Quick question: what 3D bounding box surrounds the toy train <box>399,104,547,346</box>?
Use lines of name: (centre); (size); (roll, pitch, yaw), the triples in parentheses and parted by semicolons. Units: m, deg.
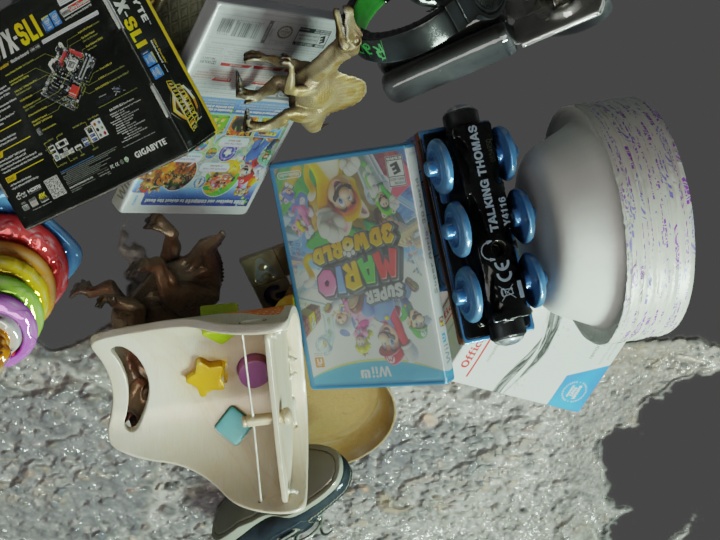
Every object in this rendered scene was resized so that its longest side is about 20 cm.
toy train: (0.095, -0.035, 1.214); (0.086, 0.114, 0.203); (-12, 86, -16)

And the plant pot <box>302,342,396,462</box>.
plant pot: (-0.064, 0.124, 1.369); (0.197, 0.028, 0.202); (1, 138, 1)

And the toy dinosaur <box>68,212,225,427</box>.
toy dinosaur: (-0.170, 0.036, 1.295); (0.200, 0.086, 0.135); (-43, 118, 14)

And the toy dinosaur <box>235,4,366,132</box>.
toy dinosaur: (-0.046, -0.135, 1.146); (0.100, 0.059, 0.200); (-4, 160, -12)

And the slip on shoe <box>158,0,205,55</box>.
slip on shoe: (-0.150, -0.163, 1.186); (0.061, 0.074, 0.202); (2, 123, -50)

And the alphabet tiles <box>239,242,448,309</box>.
alphabet tiles: (0.010, 0.020, 1.340); (0.197, 0.008, 0.168); (-19, 126, 9)

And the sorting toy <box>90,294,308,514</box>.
sorting toy: (-0.139, 0.102, 1.247); (0.177, 0.107, 0.202); (-1, 123, 3)

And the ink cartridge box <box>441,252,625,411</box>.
ink cartridge box: (0.139, 0.050, 1.333); (0.198, 0.067, 0.117); (15, 121, -26)

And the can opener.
can opener: (0.113, -0.188, 1.200); (0.198, 0.054, 0.067); (-22, 146, 15)

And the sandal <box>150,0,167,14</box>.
sandal: (-0.189, -0.211, 1.134); (0.080, 0.054, 0.200); (42, 110, 5)

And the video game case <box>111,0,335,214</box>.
video game case: (-0.108, -0.131, 1.189); (0.142, 0.018, 0.201); (-2, 131, -48)

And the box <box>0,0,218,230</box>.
box: (-0.226, -0.137, 1.124); (0.198, 0.049, 0.161); (-21, 103, 35)

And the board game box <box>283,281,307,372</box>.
board game box: (-0.011, 0.016, 1.313); (0.094, 0.030, 0.201); (18, 121, -18)

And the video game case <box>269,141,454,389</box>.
video game case: (0.000, 0.000, 1.233); (0.142, 0.018, 0.203); (-5, 100, 33)

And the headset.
headset: (0.078, -0.226, 1.140); (0.200, 0.123, 0.094); (-42, 125, -9)

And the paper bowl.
paper bowl: (0.195, -0.039, 1.213); (0.103, 0.201, 0.203); (-8, 124, -11)

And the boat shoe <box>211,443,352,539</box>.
boat shoe: (-0.068, 0.230, 1.413); (0.061, 0.076, 0.199); (30, 132, -27)

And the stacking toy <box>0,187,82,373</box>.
stacking toy: (-0.302, 0.035, 1.206); (0.116, 0.201, 0.110); (-38, 119, 16)
